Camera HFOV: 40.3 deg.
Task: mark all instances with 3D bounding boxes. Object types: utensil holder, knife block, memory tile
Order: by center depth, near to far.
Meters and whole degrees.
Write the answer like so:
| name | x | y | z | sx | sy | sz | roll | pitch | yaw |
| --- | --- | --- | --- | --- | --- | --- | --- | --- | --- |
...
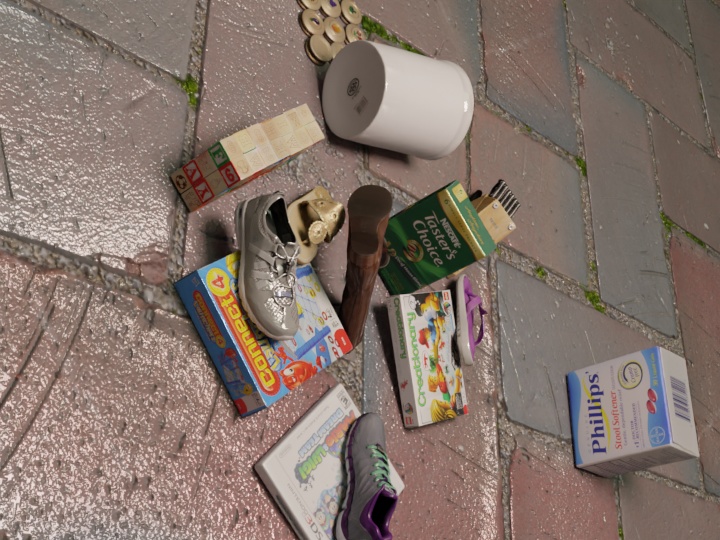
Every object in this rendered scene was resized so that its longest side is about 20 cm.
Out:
| name | x | y | z | sx | sy | sz | roll | pitch | yaw |
| --- | --- | --- | --- | --- | --- | --- | --- | --- | --- |
| utensil holder | 0.059 | -0.280 | 1.615 | 0.199 | 0.169 | 0.172 | 6 | 67 | -42 |
| memory tile | -0.049 | -0.436 | 1.691 | 0.152 | 0.017 | 0.202 | 6 | 67 | -44 |
| knife block | 0.200 | -0.081 | 1.755 | 0.199 | 0.176 | 0.064 | -38 | 101 | -3 |

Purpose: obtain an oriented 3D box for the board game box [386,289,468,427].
| name | x | y | z | sx | sy | sz | roll | pitch | yaw |
| --- | --- | --- | --- | --- | --- | --- | --- | --- | --- |
| board game box | 0.105 | 0.135 | 1.533 | 0.125 | 0.034 | 0.203 | -5 | 84 | -47 |

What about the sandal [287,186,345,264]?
| name | x | y | z | sx | sy | sz | roll | pitch | yaw |
| --- | --- | --- | --- | --- | --- | --- | --- | --- | --- |
| sandal | -0.053 | -0.084 | 1.417 | 0.078 | 0.069 | 0.212 | 58 | 20 | -16 |

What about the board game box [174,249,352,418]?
| name | x | y | z | sx | sy | sz | roll | pitch | yaw |
| --- | --- | --- | --- | --- | --- | --- | --- | --- | --- |
| board game box | -0.126 | 0.064 | 1.333 | 0.195 | 0.056 | 0.202 | -31 | 94 | -49 |

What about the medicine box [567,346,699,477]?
| name | x | y | z | sx | sy | sz | roll | pitch | yaw |
| --- | --- | --- | --- | --- | --- | --- | --- | --- | --- |
| medicine box | 0.488 | 0.258 | 1.772 | 0.102 | 0.199 | 0.184 | 24 | 55 | -39 |

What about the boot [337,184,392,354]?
| name | x | y | z | sx | sy | sz | roll | pitch | yaw |
| --- | --- | --- | --- | --- | --- | --- | --- | --- | --- |
| boot | 0.000 | 0.000 | 1.436 | 0.063 | 0.202 | 0.187 | 10 | 40 | 4 |

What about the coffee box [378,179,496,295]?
| name | x | y | z | sx | sy | sz | roll | pitch | yaw |
| --- | --- | --- | --- | --- | --- | --- | --- | --- | --- |
| coffee box | 0.100 | -0.044 | 1.514 | 0.044 | 0.199 | 0.124 | -35 | 97 | -48 |

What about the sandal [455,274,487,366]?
| name | x | y | z | sx | sy | sz | roll | pitch | yaw |
| --- | --- | --- | --- | --- | --- | --- | --- | --- | --- |
| sandal | 0.187 | 0.084 | 1.621 | 0.204 | 0.049 | 0.083 | -83 | 161 | -51 |

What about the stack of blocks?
| name | x | y | z | sx | sy | sz | roll | pitch | yaw |
| --- | --- | --- | --- | --- | --- | --- | --- | --- | --- |
| stack of blocks | -0.154 | -0.159 | 1.369 | 0.200 | 0.115 | 0.059 | -35 | 97 | -50 |

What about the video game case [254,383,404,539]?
| name | x | y | z | sx | sy | sz | roll | pitch | yaw |
| --- | --- | --- | --- | --- | --- | --- | --- | --- | --- |
| video game case | -0.036 | 0.283 | 1.344 | 0.183 | 0.024 | 0.200 | 58 | 41 | -8 |

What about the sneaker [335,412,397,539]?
| name | x | y | z | sx | sy | sz | roll | pitch | yaw |
| --- | --- | --- | --- | --- | --- | --- | --- | --- | --- |
| sneaker | 0.026 | 0.284 | 1.324 | 0.074 | 0.087 | 0.202 | 30 | 53 | -34 |

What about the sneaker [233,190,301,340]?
| name | x | y | z | sx | sy | sz | roll | pitch | yaw |
| --- | --- | --- | --- | --- | --- | --- | --- | --- | --- |
| sneaker | -0.114 | -0.009 | 1.276 | 0.074 | 0.082 | 0.202 | -2 | 72 | -46 |
